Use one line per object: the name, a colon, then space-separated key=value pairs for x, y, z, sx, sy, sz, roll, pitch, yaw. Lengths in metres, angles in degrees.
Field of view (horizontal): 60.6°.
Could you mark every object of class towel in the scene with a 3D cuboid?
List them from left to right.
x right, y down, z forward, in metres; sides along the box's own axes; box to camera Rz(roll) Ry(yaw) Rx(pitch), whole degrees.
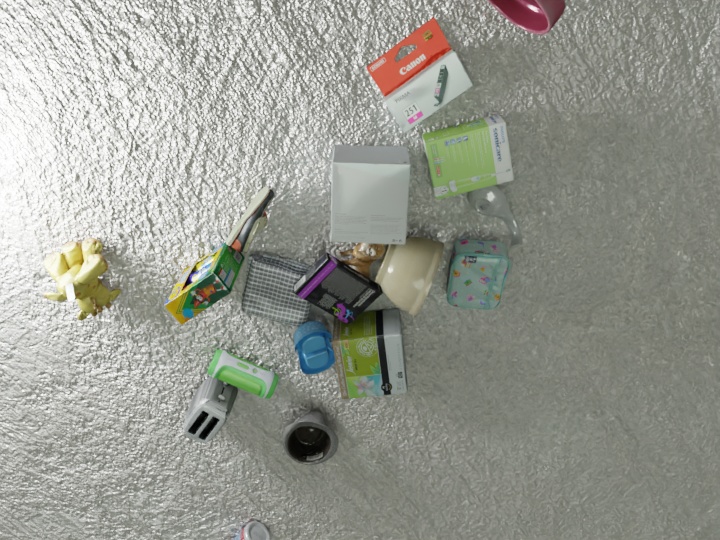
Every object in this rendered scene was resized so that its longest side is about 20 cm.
towel: x=-0.222 y=0.053 z=1.673 sx=0.196 sy=0.086 sz=0.169 roll=13 pitch=116 yaw=-6

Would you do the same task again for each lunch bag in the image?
lunch bag: x=0.311 y=0.012 z=1.629 sx=0.156 sy=0.078 sz=0.203 roll=7 pitch=132 yaw=3

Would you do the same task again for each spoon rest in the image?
spoon rest: x=0.351 y=-0.147 z=1.580 sx=0.098 sy=0.061 sz=0.201 roll=-21 pitch=116 yaw=46

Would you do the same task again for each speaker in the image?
speaker: x=-0.343 y=0.304 z=1.801 sx=0.197 sy=0.089 sz=0.089 roll=25 pitch=115 yaw=-12

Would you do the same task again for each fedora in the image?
fedora: x=-0.152 y=0.503 z=1.897 sx=0.173 sy=0.091 sz=0.203 roll=12 pitch=123 yaw=-4

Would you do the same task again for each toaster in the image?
toaster: x=-0.454 y=0.419 z=1.835 sx=0.113 sy=0.130 sz=0.201 roll=34 pitch=113 yaw=-15

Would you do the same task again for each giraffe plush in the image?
giraffe plush: x=-0.729 y=0.040 z=1.644 sx=0.169 sy=0.203 sz=0.163 roll=-13 pitch=146 yaw=3

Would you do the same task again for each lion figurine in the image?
lion figurine: x=0.000 y=0.000 z=1.662 sx=0.119 sy=0.073 sz=0.203 roll=-3 pitch=132 yaw=-10

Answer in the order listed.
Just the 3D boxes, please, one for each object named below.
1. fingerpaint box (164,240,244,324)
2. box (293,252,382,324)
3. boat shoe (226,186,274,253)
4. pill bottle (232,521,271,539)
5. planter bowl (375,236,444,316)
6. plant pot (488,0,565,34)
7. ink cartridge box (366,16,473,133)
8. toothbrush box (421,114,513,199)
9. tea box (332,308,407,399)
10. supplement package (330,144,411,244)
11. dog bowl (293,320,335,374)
fingerpaint box: x=-0.400 y=0.025 z=1.595 sx=0.165 sy=0.201 sz=0.074 roll=-31 pitch=112 yaw=16
box: x=-0.058 y=0.051 z=1.624 sx=0.198 sy=0.036 sz=0.143 roll=33 pitch=118 yaw=-29
boat shoe: x=-0.273 y=-0.128 z=1.590 sx=0.062 sy=0.072 sz=0.201 roll=30 pitch=115 yaw=-21
pill bottle: x=-0.404 y=0.968 z=2.124 sx=0.108 sy=0.109 sz=0.201 roll=35 pitch=112 yaw=-16
planter bowl: x=0.117 y=-0.001 z=1.589 sx=0.132 sy=0.201 sz=0.203 roll=22 pitch=116 yaw=0
plant pot: x=0.368 y=-0.629 z=1.275 sx=0.199 sy=0.200 sz=0.180 roll=36 pitch=96 yaw=-17
ink cartridge box: x=0.138 y=-0.453 z=1.438 sx=0.198 sy=0.044 sz=0.175 roll=-32 pitch=114 yaw=15
toothbrush box: x=0.260 y=-0.277 z=1.501 sx=0.196 sy=0.087 sz=0.148 roll=-13 pitch=116 yaw=8
tea box: x=0.028 y=0.235 z=1.735 sx=0.192 sy=0.134 sz=0.204 roll=-7 pitch=117 yaw=5
supplement package: x=0.022 y=-0.188 z=1.513 sx=0.186 sy=0.148 sz=0.204 roll=2 pitch=117 yaw=-1
dog bowl: x=-0.131 y=0.216 z=1.735 sx=0.109 sy=0.050 sz=0.202 roll=-19 pitch=140 yaw=-9
